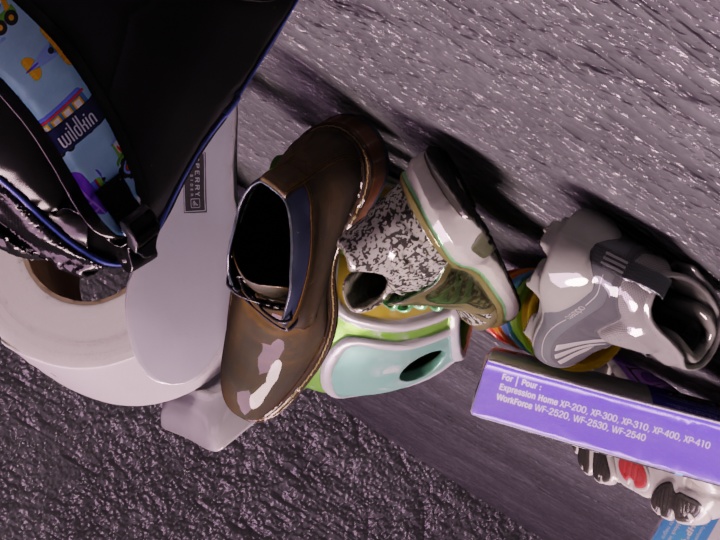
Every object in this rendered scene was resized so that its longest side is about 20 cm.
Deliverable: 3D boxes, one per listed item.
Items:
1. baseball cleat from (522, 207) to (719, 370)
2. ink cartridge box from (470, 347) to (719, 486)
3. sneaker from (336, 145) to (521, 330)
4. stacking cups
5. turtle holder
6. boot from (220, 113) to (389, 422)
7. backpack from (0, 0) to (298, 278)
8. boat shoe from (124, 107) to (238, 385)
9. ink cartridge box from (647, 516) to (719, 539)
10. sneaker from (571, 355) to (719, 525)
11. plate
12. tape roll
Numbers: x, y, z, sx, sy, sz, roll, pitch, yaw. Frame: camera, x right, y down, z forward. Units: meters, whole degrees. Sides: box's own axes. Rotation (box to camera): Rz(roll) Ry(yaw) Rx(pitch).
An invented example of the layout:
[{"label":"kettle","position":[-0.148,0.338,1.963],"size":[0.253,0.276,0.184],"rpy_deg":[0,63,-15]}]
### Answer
[{"label":"baseball cleat","position":[0.138,0.027,1.566],"size":[0.106,0.070,0.200],"rpy_deg":[30,175,12]},{"label":"ink cartridge box","position":[0.162,0.089,1.724],"size":[0.197,0.044,0.200],"rpy_deg":[15,-179,3]},{"label":"sneaker","position":[0.030,-0.006,1.647],"size":[0.077,0.088,0.200],"rpy_deg":[64,-178,22]},{"label":"stacking cups","position":[0.109,0.028,1.771],"size":[0.060,0.061,0.200],"rpy_deg":[32,175,-7]},{"label":"turtle holder","position":[0.003,-0.005,1.787],"size":[0.131,0.141,0.186],"rpy_deg":[9,133,10]},{"label":"boot","position":[-0.056,0.009,1.662],"size":[0.074,0.201,0.097],"rpy_deg":[29,-152,19]},{"label":"backpack","position":[-0.146,-0.119,1.235],"size":[0.200,0.183,0.134],"rpy_deg":[38,165,-30]},{"label":"boat shoe","position":[-0.101,-0.034,1.749],"size":[0.068,0.201,0.057],"rpy_deg":[4,-172,-7]},{"label":"ink cartridge box","position":[0.334,0.249,2.427],"size":[0.199,0.067,0.116],"rpy_deg":[31,173,7]},{"label":"sneaker","position":[0.201,0.110,1.920],"size":[0.083,0.081,0.200],"rpy_deg":[0,-158,-28]},{"label":"plate","position":[-0.066,0.059,2.312],"size":[0.032,0.199,0.200],"rpy_deg":[52,169,-12]},{"label":"tape roll","position":[-0.184,-0.009,2.245],"size":[0.202,0.203,0.139],"rpy_deg":[29,173,18]}]
